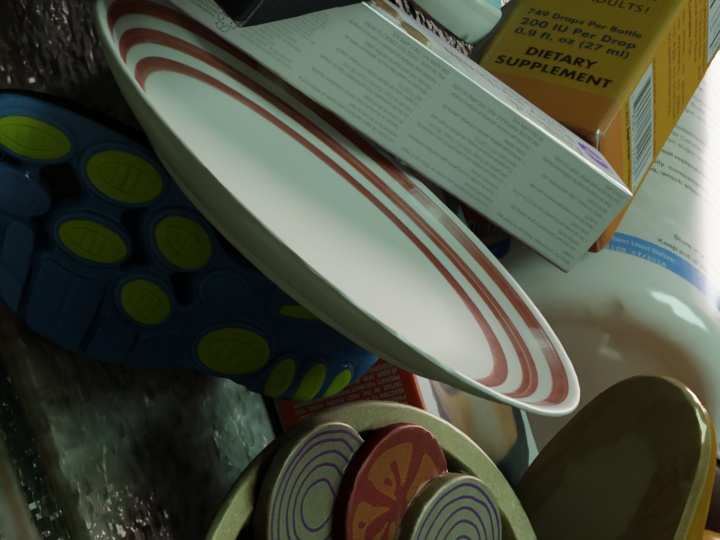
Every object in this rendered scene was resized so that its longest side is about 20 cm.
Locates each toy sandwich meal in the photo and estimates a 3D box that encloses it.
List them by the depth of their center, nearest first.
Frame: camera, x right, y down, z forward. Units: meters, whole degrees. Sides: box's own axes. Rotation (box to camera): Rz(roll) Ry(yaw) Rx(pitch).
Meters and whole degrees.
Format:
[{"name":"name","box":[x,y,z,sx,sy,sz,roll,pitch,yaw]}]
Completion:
[{"name":"toy sandwich meal","box":[0.020,0.143,0.954,0.205,0.070,0.206,5,83,-45]}]

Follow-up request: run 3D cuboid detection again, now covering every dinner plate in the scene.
[{"name":"dinner plate","box":[-0.011,-0.017,0.917,0.200,0.024,0.200,37,14,-11]}]

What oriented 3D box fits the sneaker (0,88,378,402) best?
[{"name":"sneaker","box":[-0.068,-0.012,0.949,0.199,0.071,0.083,23,20,-49]}]

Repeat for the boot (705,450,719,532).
[{"name":"boot","box":[0.125,0.185,1.239,0.200,0.068,0.189,-22,96,-48]}]

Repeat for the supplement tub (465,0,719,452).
[{"name":"supplement tub","box":[0.098,-0.016,1.215,0.132,0.132,0.200,56,30,-34]}]

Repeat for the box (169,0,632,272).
[{"name":"box","box":[0.011,-0.068,1.006,0.200,0.041,0.039,32,14,-30]}]

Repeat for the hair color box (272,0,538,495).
[{"name":"hair color box","box":[0.000,0.000,1.079,0.101,0.061,0.201,-23,97,-67]}]

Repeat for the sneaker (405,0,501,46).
[{"name":"sneaker","box":[0.010,-0.185,1.127,0.200,0.082,0.074,57,16,10]}]

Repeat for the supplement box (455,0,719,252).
[{"name":"supplement box","box":[0.105,-0.099,1.159,0.069,0.066,0.200,85,28,-41]}]

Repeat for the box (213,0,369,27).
[{"name":"box","box":[-0.053,-0.170,0.950,0.200,0.049,0.161,47,26,14]}]

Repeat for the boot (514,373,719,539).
[{"name":"boot","box":[0.120,0.112,1.112,0.144,0.202,0.071,-11,44,-44]}]
